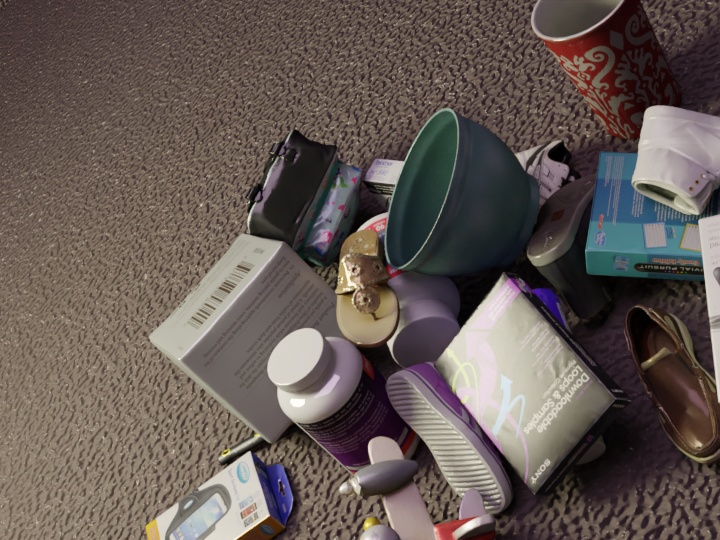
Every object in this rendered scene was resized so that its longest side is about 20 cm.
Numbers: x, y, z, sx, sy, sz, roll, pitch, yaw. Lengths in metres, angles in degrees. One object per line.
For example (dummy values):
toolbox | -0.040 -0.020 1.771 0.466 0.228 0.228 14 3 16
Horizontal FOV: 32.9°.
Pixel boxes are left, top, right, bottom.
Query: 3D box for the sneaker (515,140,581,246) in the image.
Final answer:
sneaker | 0.239 -0.095 1.547 0.088 0.076 0.200 -24 42 21

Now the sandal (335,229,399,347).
sandal | -0.005 0.002 1.452 0.078 0.070 0.212 -21 34 11

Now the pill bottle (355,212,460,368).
pill bottle | 0.061 0.027 1.549 0.120 0.120 0.200 -33 39 11

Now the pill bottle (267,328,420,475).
pill bottle | -0.020 0.154 1.430 0.112 0.200 0.113 -23 42 22

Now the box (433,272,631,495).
box | 0.178 0.120 1.306 0.143 0.036 0.200 -55 52 22

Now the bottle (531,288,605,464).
bottle | 0.217 0.118 1.353 0.065 0.084 0.200 -13 54 -3

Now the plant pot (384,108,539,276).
plant pot | 0.130 -0.079 1.462 0.200 0.134 0.201 -163 90 -73

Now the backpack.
backpack | -0.083 -0.089 1.739 0.200 0.150 0.178 125 169 -76

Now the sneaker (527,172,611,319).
sneaker | 0.264 -0.031 1.462 0.075 0.106 0.200 -19 24 39

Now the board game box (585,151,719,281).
board game box | 0.363 -0.061 1.377 0.200 0.047 0.151 4 54 17

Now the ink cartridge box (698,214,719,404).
ink cartridge box | 0.425 0.038 1.206 0.146 0.084 0.200 -15 63 31

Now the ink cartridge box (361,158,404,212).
ink cartridge box | 0.103 -0.101 1.655 0.200 0.094 0.044 11 61 45

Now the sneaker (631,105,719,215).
sneaker | 0.400 -0.106 1.338 0.200 0.074 0.116 12 70 18

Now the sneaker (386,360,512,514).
sneaker | 0.131 0.177 1.384 0.201 0.114 0.073 54 136 26

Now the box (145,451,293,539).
box | -0.177 0.318 1.540 0.200 0.041 0.119 -38 38 8

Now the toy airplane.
toy airplane | 0.051 0.295 1.279 0.200 0.141 0.199 21 79 30

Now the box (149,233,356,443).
box | -0.134 0.082 1.585 0.199 0.171 0.200 -49 18 -10

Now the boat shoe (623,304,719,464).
boat shoe | 0.321 0.113 1.269 0.075 0.075 0.202 -44 33 20

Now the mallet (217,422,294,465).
mallet | -0.106 0.197 1.601 0.200 0.041 0.066 -26 40 26

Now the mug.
mug | 0.320 -0.287 1.560 0.133 0.200 0.178 -24 40 22
